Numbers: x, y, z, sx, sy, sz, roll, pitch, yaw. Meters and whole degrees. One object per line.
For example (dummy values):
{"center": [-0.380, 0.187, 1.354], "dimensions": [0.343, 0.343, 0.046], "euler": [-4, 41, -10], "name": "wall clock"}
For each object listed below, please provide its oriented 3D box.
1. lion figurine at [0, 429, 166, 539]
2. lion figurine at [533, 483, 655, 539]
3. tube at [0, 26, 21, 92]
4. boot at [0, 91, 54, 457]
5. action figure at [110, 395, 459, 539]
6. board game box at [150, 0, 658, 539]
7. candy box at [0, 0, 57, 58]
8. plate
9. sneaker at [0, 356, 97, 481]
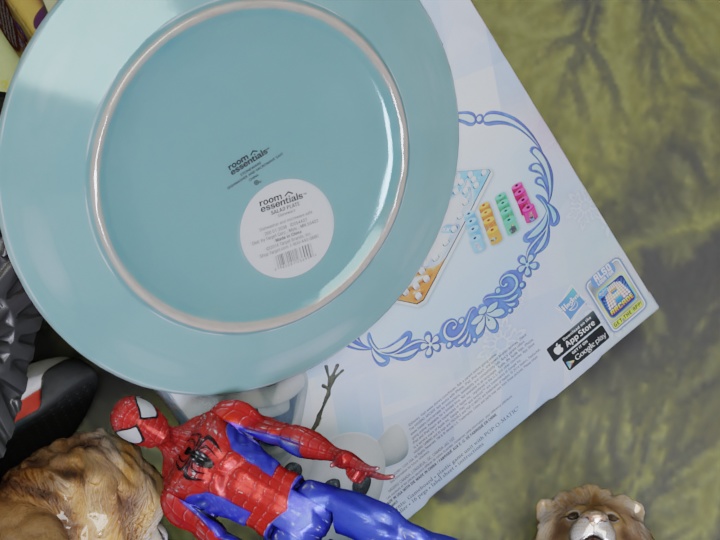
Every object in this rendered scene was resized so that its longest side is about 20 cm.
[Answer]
{"center": [-0.163, 0.137, 1.217], "dimensions": [0.200, 0.122, 0.073], "euler": [-26, 118, -11], "name": "lion figurine"}
{"center": [0.166, 0.163, 1.285], "dimensions": [0.200, 0.073, 0.123], "euler": [13, 51, -15], "name": "lion figurine"}
{"center": [-0.121, -0.032, 1.314], "dimensions": [0.200, 0.052, 0.058], "euler": [40, 41, 11], "name": "tube"}
{"center": [-0.195, 0.012, 1.234], "dimensions": [0.079, 0.158, 0.211], "euler": [26, 85, -33], "name": "boot"}
{"center": [-0.015, 0.102, 1.190], "dimensions": [0.200, 0.052, 0.065], "euler": [28, 89, 17], "name": "action figure"}
{"center": [0.000, 0.000, 1.264], "dimensions": [0.200, 0.043, 0.199], "euler": [-39, 120, -10], "name": "board game box"}
{"center": [-0.096, -0.122, 1.303], "dimensions": [0.117, 0.056, 0.200], "euler": [-31, 70, -15], "name": "candy box"}
{"center": [-0.047, -0.043, 1.189], "dimensions": [0.200, 0.026, 0.200], "euler": [-7, 107, -23], "name": "plate"}
{"center": [-0.217, 0.075, 1.277], "dimensions": [0.201, 0.067, 0.108], "euler": [-40, 69, -19], "name": "sneaker"}
